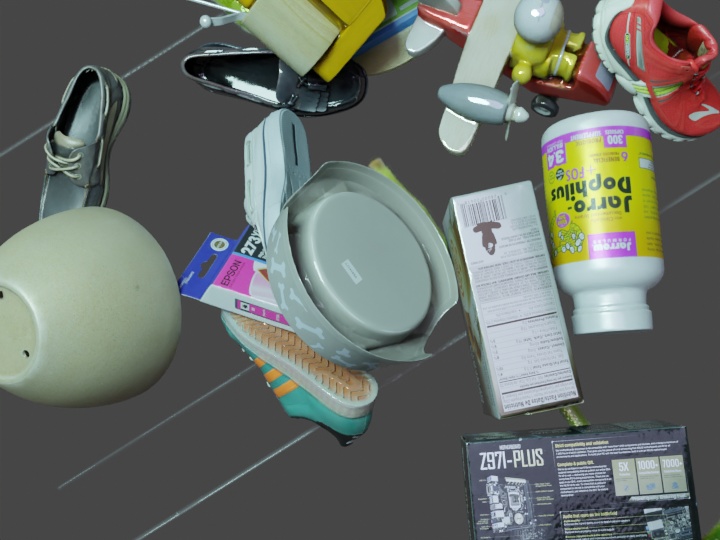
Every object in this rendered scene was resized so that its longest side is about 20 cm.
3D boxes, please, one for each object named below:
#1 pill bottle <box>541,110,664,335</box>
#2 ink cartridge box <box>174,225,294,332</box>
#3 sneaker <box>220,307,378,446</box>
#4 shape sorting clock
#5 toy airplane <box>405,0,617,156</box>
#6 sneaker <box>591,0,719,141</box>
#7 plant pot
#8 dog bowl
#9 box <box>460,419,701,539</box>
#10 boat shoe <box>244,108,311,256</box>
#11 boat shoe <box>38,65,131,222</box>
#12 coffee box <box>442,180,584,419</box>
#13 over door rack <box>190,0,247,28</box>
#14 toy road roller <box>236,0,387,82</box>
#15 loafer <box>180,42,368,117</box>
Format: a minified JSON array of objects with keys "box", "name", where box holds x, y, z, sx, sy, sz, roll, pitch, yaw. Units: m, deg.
[{"box":[0.233,-0.041,0.700,0.103,0.104,0.203,-4,82,5],"name":"pill bottle"},{"box":[-0.081,0.010,0.735,0.197,0.037,0.095,16,46,9],"name":"ink cartridge box"},{"box":[-0.071,0.100,0.726,0.199,0.071,0.081,36,130,28],"name":"sneaker"},{"box":[0.007,-0.310,0.790,0.197,0.039,0.203,0,90,12],"name":"shape sorting clock"},{"box":[0.141,-0.232,0.697,0.197,0.141,0.203,-20,92,-8],"name":"toy airplane"},{"box":[0.298,-0.187,0.684,0.199,0.084,0.078,28,74,-33],"name":"sneaker"},{"box":[-0.291,0.045,0.693,0.197,0.134,0.204,3,99,19],"name":"plant pot"},{"box":[0.000,0.000,0.675,0.059,0.199,0.202,-37,78,42],"name":"dog bowl"},{"box":[0.199,0.231,0.675,0.197,0.086,0.166,-6,82,4],"name":"box"},{"box":[-0.084,-0.067,0.744,0.066,0.073,0.202,-23,55,31],"name":"boat shoe"},{"box":[-0.308,-0.126,0.779,0.073,0.073,0.203,11,83,7],"name":"boat shoe"},{"box":[0.139,0.032,0.695,0.079,0.114,0.203,-12,82,2],"name":"coffee box"},{"box":[-0.167,-0.342,0.762,0.198,0.067,0.149,22,126,8],"name":"over door rack"},{"box":[-0.020,-0.300,0.706,0.122,0.147,0.200,38,114,-18],"name":"toy road roller"},{"box":[-0.093,-0.200,0.766,0.197,0.063,0.073,10,108,10],"name":"loafer"}]
